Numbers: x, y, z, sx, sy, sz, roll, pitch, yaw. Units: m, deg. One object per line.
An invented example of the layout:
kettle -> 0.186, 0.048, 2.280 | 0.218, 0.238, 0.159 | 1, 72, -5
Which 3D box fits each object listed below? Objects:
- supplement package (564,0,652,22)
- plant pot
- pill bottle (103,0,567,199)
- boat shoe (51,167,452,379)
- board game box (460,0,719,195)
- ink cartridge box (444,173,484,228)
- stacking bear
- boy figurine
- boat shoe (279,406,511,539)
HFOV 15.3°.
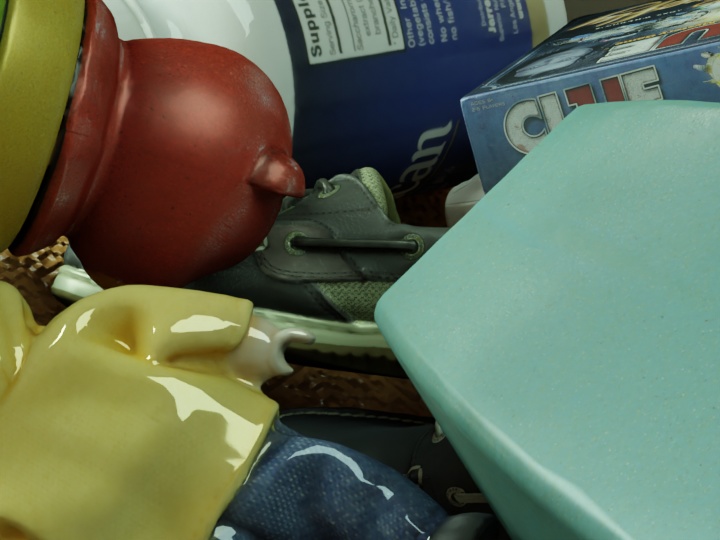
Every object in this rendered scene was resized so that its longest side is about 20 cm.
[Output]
supplement package -> 0.144, -0.193, 1.146 | 0.190, 0.148, 0.201 | 5, 45, -25
plant pot -> 0.106, 0.047, 0.706 | 0.141, 0.142, 0.200 | -44, 42, -13
pill bottle -> -0.032, -0.072, 0.947 | 0.199, 0.111, 0.111 | -13, 54, -38
boat shoe -> 0.000, 0.000, 0.877 | 0.199, 0.067, 0.072 | 8, -4, 9
board game box -> 0.147, -0.074, 0.872 | 0.135, 0.199, 0.035 | -39, 115, -64
ink cartridge box -> 0.152, -0.020, 0.917 | 0.146, 0.199, 0.086 | -31, 106, -50
stacking bear -> -0.116, -0.048, 0.801 | 0.199, 0.115, 0.121 | 16, -3, -17
boy figurine -> -0.066, 0.061, 0.756 | 0.199, 0.125, 0.064 | 25, -4, 10
boat shoe -> 0.053, 0.057, 0.840 | 0.198, 0.063, 0.073 | 8, 26, 21
